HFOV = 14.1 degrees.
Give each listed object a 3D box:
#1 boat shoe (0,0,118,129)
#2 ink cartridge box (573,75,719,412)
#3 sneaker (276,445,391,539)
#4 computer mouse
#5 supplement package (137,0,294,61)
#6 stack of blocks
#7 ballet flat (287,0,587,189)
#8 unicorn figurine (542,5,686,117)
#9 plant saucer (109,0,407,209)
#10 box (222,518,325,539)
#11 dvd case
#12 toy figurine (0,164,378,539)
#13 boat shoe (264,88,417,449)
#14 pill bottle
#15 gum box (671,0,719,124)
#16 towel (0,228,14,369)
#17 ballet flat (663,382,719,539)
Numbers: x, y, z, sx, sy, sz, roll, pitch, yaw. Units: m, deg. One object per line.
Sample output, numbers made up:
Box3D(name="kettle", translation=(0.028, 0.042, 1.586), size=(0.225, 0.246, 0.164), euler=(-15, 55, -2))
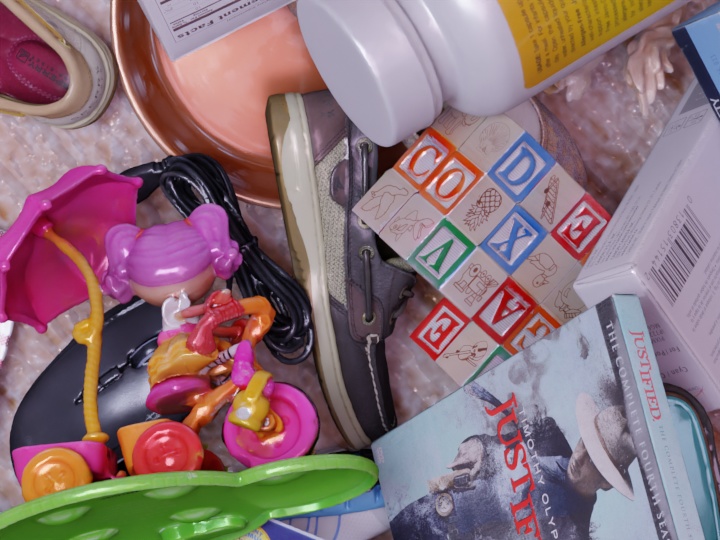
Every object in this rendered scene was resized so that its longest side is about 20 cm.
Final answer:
Box3D(name="boat shoe", translation=(-0.219, -0.134, 1.479), size=(0.200, 0.066, 0.074), euler=(23, 95, 5))
Box3D(name="ink cartridge box", translation=(0.206, 0.008, 1.480), size=(0.045, 0.200, 0.176), euler=(-21, 115, 42))
Box3D(name="sneaker", translation=(-0.044, 0.149, 1.532), size=(0.199, 0.075, 0.087), euler=(-13, 103, 5))
Box3D(name="computer mouse", translation=(-0.129, 0.029, 1.494), size=(0.200, 0.046, 0.141), euler=(-36, 72, 23))
Box3D(name="supplement package", translation=(-0.076, -0.236, 1.426), size=(0.155, 0.111, 0.200), euler=(-27, 67, -1))
Box3D(name="stack of blocks", translation=(0.084, 0.012, 1.476), size=(0.115, 0.059, 0.200), euler=(-48, 131, 1))
Box3D(name="ballet flat", translation=(0.037, -0.092, 1.479), size=(0.200, 0.067, 0.068), euler=(39, 92, -7))
Box3D(name="unicorn figurine", translation=(0.100, -0.183, 1.500), size=(0.200, 0.074, 0.137), euler=(54, 54, -26))
Box3D(name="plant saucer", translation=(-0.031, -0.132, 1.519), size=(0.200, 0.032, 0.201), euler=(-1, 96, -5))
Box3D(name="box", translation=(-0.022, 0.218, 1.463), size=(0.121, 0.032, 0.200), euler=(20, 117, 30))
Box3D(name="dvd case", translation=(0.083, 0.115, 1.395), size=(0.022, 0.200, 0.146), euler=(2, 66, -38))
Box3D(name="toy figurine", translation=(-0.104, 0.034, 1.406), size=(0.199, 0.150, 0.185), euler=(-13, 71, 8))
Box3D(name="boat shoe", translation=(0.000, -0.001, 1.493), size=(0.066, 0.072, 0.201), euler=(-12, 114, 3))
Box3D(name="pill bottle", translation=(0.074, -0.144, 1.391), size=(0.200, 0.113, 0.113), euler=(-32, 97, -13))
Box3D(name="gum box", translation=(0.275, -0.095, 1.492), size=(0.200, 0.045, 0.170), euler=(-32, 97, -32))
Box3D(name="towel", translation=(-0.263, 0.060, 1.524), size=(0.146, 0.030, 0.200), euler=(15, 92, -5))
Box3D(name="ballet flat", translation=(0.157, 0.153, 1.397), size=(0.068, 0.068, 0.201), euler=(-6, 86, -4))
